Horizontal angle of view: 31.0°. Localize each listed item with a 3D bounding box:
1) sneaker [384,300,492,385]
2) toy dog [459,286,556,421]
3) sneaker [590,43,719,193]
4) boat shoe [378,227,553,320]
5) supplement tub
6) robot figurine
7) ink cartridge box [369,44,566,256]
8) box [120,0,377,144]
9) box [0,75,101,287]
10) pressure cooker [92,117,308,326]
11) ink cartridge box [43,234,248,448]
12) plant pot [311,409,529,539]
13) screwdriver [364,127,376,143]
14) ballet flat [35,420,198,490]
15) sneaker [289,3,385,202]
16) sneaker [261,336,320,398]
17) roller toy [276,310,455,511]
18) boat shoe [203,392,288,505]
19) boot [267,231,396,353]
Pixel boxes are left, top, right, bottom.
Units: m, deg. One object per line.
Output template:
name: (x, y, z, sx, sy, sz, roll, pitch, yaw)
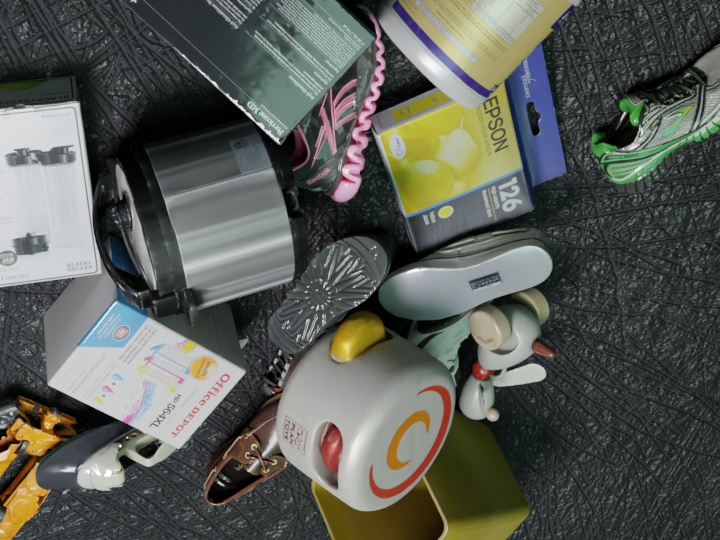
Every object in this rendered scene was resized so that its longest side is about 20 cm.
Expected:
sneaker: (0.102, 0.076, 1.545, 0.200, 0.076, 0.115, -38, 134, 21)
toy dog: (0.177, 0.111, 1.512, 0.131, 0.096, 0.201, -38, 151, -17)
sneaker: (0.340, -0.175, 1.428, 0.085, 0.078, 0.200, 35, 109, -32)
boat shoe: (0.116, -0.003, 1.452, 0.198, 0.066, 0.073, -19, 118, 13)
supplement tub: (0.128, -0.275, 1.255, 0.145, 0.146, 0.200, 34, 110, -32)
robot figurine: (-0.402, 0.224, 1.496, 0.144, 0.058, 0.200, 28, 113, -31)
ink cartridge box: (0.126, -0.125, 1.404, 0.198, 0.047, 0.199, -22, 136, 1)
box: (-0.102, -0.242, 1.219, 0.200, 0.079, 0.141, 42, 103, -15)
box: (-0.327, -0.088, 1.302, 0.115, 0.060, 0.202, -9, 126, -10)
pressure cooker: (-0.167, -0.052, 1.296, 0.198, 0.176, 0.181, -17, 111, -15)
ink cartridge box: (-0.224, 0.084, 1.410, 0.199, 0.126, 0.129, 32, 110, -31)
plant pot: (0.085, 0.281, 1.590, 0.175, 0.201, 0.201, 2, 136, -36)
screwdriver: (0.068, -0.159, 1.386, 0.197, 0.029, 0.028, -9, 126, -4)
ballet flat: (-0.268, 0.204, 1.472, 0.198, 0.073, 0.074, -25, 131, -29)
sneaker: (-0.034, -0.170, 1.308, 0.094, 0.079, 0.203, 7, 106, -17)
sneaker: (-0.077, 0.123, 1.515, 0.081, 0.077, 0.202, -8, 124, -1)
roller toy: (0.001, 0.153, 1.420, 0.184, 0.139, 0.200, -56, 148, -7)
boat shoe: (-0.117, 0.215, 1.526, 0.070, 0.071, 0.200, 38, 128, -9)
boot: (-0.001, 0.000, 1.377, 0.164, 0.200, 0.066, -39, 86, 27)
